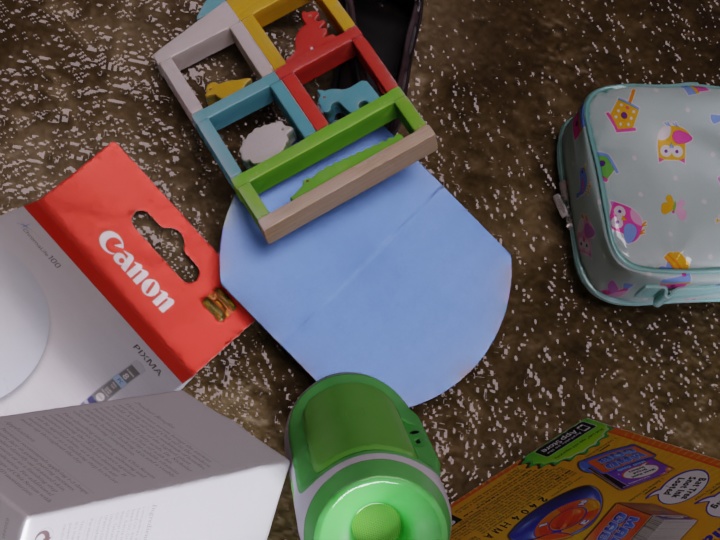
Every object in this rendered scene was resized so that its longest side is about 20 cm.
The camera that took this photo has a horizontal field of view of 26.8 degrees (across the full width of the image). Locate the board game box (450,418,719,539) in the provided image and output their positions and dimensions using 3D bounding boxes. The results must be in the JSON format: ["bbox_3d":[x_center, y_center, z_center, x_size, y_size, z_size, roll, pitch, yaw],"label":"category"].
[{"bbox_3d":[0.146,0.235,0.868,0.200,0.200,0.201,-28,109,-24],"label":"board game box"}]

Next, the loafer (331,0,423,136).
[{"bbox_3d":[0.017,-0.186,1.084,0.072,0.063,0.201,8,70,-13],"label":"loafer"}]

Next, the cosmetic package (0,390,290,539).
[{"bbox_3d":[-0.146,0.128,0.850,0.101,0.072,0.200,28,20,35],"label":"cosmetic package"}]

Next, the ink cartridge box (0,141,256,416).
[{"bbox_3d":[-0.177,0.025,0.960,0.200,0.047,0.160,-42,87,-23],"label":"ink cartridge box"}]

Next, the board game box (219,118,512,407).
[{"bbox_3d":[0.000,0.000,1.029,0.200,0.039,0.158,45,76,0],"label":"board game box"}]

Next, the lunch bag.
[{"bbox_3d":[0.240,-0.051,1.100,0.199,0.077,0.161,-1,73,-17],"label":"lunch bag"}]

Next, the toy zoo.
[{"bbox_3d":[-0.053,-0.125,1.023,0.131,0.020,0.200,-29,61,-7],"label":"toy zoo"}]

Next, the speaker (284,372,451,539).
[{"bbox_3d":[0.001,0.122,0.895,0.088,0.200,0.089,-1,102,-6],"label":"speaker"}]
